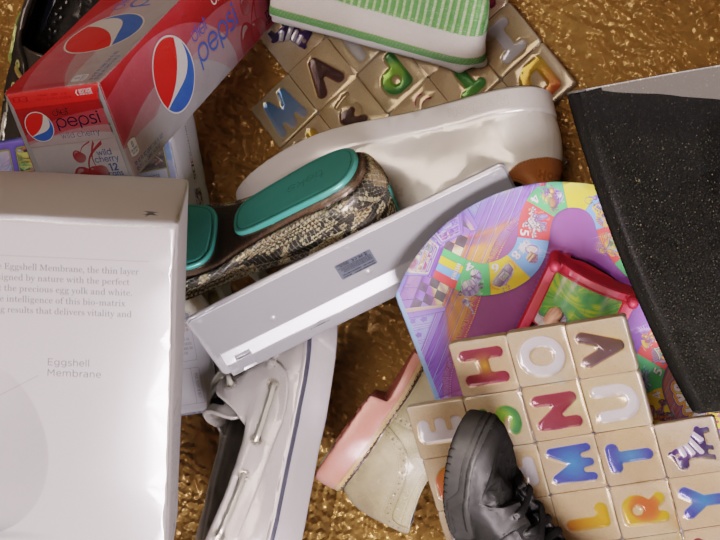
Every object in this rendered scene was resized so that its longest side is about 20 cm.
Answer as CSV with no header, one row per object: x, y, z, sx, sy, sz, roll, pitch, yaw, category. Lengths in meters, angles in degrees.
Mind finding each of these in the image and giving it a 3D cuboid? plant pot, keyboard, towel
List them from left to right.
0.000,0.000,1.551,0.199,0.056,0.011,-26,42,5,keyboard
0.011,-0.218,1.588,0.152,0.023,0.201,18,127,25,towel
0.243,-0.025,1.447,0.199,0.199,0.178,-9,91,22,plant pot

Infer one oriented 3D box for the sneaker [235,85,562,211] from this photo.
0.022,-0.043,1.592,0.199,0.073,0.085,-15,75,19,sneaker

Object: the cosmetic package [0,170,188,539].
-0.197,0.052,1.494,0.198,0.123,0.201,3,105,-2,cosmetic package

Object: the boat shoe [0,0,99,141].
-0.189,-0.133,1.709,0.071,0.061,0.202,18,90,24,boat shoe

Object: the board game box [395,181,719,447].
0.114,0.052,1.518,0.157,0.039,0.201,-19,101,9,board game box

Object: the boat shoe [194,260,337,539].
-0.060,0.083,1.601,0.065,0.072,0.201,13,81,-16,boat shoe

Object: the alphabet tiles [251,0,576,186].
0.029,-0.104,1.641,0.166,0.006,0.200,-42,69,12,alphabet tiles

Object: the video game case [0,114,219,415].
-0.180,0.005,1.672,0.199,0.045,0.182,-9,96,21,video game case

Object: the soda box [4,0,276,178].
-0.125,-0.126,1.606,0.070,0.200,0.064,-5,119,28,soda box

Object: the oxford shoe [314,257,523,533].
0.060,0.061,1.582,0.074,0.071,0.200,39,102,2,oxford shoe

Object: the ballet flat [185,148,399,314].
-0.068,-0.010,1.577,0.199,0.075,0.068,-17,37,20,ballet flat

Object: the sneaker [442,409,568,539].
0.105,0.167,1.491,0.104,0.060,0.201,9,123,21,sneaker

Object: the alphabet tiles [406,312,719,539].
0.121,0.121,1.506,0.166,0.008,0.201,-10,112,18,alphabet tiles
